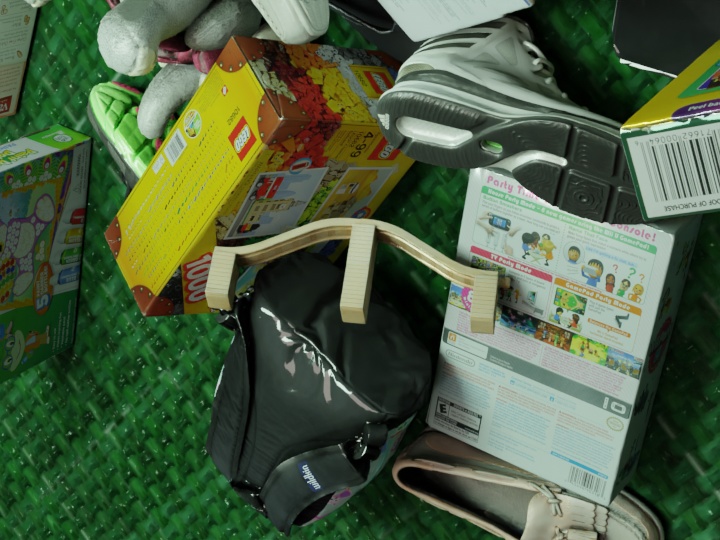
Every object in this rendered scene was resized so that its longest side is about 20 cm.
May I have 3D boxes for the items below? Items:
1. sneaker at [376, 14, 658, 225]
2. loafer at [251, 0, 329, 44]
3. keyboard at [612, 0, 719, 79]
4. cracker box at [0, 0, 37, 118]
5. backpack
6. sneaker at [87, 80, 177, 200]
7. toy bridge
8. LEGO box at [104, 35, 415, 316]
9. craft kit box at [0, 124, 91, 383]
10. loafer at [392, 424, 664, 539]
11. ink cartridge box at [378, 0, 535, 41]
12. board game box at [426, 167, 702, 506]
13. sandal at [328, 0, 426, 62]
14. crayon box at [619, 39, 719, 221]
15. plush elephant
[{"bbox_3d":[0.120,-0.108,0.932,0.199,0.116,0.076,19,143,12],"label":"sneaker"},{"bbox_3d":[-0.088,-0.229,0.954,0.069,0.070,0.201,-30,89,26],"label":"loafer"},{"bbox_3d":[0.247,-0.161,0.882,0.199,0.021,0.128,20,123,26],"label":"keyboard"},{"bbox_3d":[-0.327,-0.238,1.212,0.133,0.058,0.201,32,122,21],"label":"cracker box"},{"bbox_3d":[-0.032,0.098,1.078,0.167,0.126,0.201,48,141,21],"label":"backpack"},{"bbox_3d":[-0.162,-0.054,1.157,0.083,0.077,0.201,-31,88,33],"label":"sneaker"},{"bbox_3d":[0.000,0.000,0.984,0.198,0.068,0.027,5,153,8],"label":"toy bridge"},{"bbox_3d":[-0.063,-0.061,1.034,0.200,0.148,0.078,-51,57,35],"label":"LEGO box"},{"bbox_3d":[-0.301,0.001,1.194,0.048,0.197,0.202,23,119,26],"label":"craft kit box"},{"bbox_3d":[0.114,0.171,1.061,0.199,0.063,0.073,21,117,27],"label":"loafer"},{"bbox_3d":[0.012,-0.225,0.859,0.197,0.043,0.200,48,168,-14],"label":"ink cartridge box"},{"bbox_3d":[0.133,0.034,1.001,0.147,0.064,0.202,22,119,25],"label":"board game box"},{"bbox_3d":[-0.012,-0.200,0.994,0.200,0.043,0.076,38,136,-7],"label":"sandal"},{"bbox_3d":[0.261,-0.094,0.777,0.199,0.172,0.059,-7,109,37],"label":"crayon box"},{"bbox_3d":[-0.122,-0.168,1.051,0.164,0.200,0.156,30,145,36],"label":"plush elephant"}]
